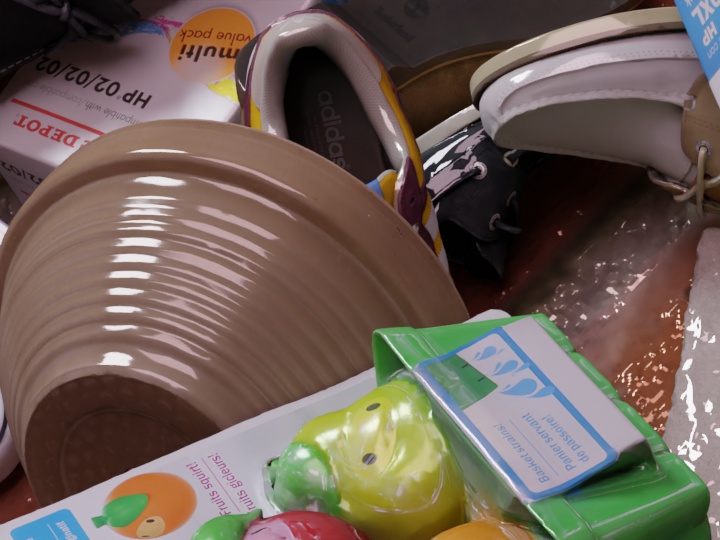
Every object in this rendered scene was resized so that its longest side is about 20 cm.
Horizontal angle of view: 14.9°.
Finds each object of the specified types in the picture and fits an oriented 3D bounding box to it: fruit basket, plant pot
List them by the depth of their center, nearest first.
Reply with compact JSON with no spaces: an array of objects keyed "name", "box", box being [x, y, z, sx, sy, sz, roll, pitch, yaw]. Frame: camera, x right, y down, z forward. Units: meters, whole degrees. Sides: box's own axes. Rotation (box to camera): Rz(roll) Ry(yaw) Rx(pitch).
[{"name":"fruit basket","box":[0.006,0.093,0.876,0.199,0.094,0.185,-17,40,-22]},{"name":"plant pot","box":[-0.061,0.053,1.009,0.200,0.202,0.093,6,33,24]}]

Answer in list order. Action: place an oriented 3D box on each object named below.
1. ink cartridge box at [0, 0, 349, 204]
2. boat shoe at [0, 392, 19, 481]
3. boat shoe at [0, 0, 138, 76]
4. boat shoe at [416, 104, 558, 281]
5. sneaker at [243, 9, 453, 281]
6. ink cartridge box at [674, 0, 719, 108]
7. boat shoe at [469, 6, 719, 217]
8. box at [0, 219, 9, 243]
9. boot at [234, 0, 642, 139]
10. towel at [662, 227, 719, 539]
[{"name":"ink cartridge box","box":[-0.084,-0.070,1.194,0.115,0.068,0.200,21,68,32]},{"name":"boat shoe","box":[-0.220,0.024,1.181,0.071,0.070,0.200,-42,53,-10]},{"name":"boat shoe","box":[-0.126,-0.127,1.145,0.200,0.075,0.062,-39,55,1]},{"name":"boat shoe","box":[0.032,-0.020,1.122,0.199,0.075,0.066,-27,79,-12]},{"name":"sneaker","box":[0.000,0.000,1.040,0.075,0.090,0.201,-21,89,0]},{"name":"ink cartridge box","box":[0.218,-0.047,0.989,0.144,0.084,0.201,-6,64,-29]},{"name":"boat shoe","box":[0.144,-0.059,1.070,0.199,0.075,0.069,-4,72,-7]},{"name":"box","box":[-0.132,0.019,1.149,0.200,0.039,0.042,33,78,24]},{"name":"boot","box":[0.036,-0.089,1.169,0.199,0.076,0.074,-24,50,-20]},{"name":"towel","box":[0.175,0.070,1.026,0.132,0.035,0.201,2,58,24]}]
